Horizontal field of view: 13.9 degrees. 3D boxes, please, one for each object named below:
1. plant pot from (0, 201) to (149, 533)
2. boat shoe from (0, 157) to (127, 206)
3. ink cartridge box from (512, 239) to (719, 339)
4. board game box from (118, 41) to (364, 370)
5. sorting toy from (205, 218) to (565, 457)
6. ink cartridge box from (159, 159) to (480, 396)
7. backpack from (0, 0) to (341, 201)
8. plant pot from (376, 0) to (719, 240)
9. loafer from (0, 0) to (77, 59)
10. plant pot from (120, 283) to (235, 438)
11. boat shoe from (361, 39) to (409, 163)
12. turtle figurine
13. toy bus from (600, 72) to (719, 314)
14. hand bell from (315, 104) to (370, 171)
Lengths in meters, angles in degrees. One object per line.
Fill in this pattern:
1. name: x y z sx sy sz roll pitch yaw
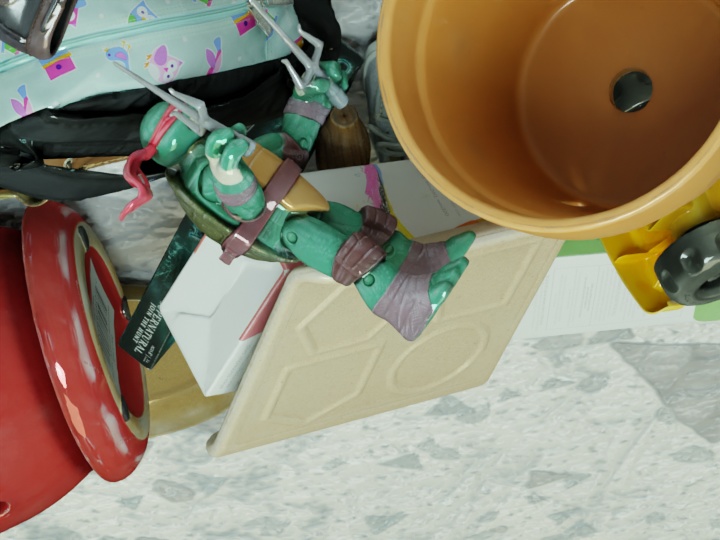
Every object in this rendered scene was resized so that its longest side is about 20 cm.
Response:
1. plant pot: -0.232 0.065 1.810 0.181 0.201 0.201 -15 150 5
2. boat shoe: -0.187 -0.069 1.713 0.199 0.068 0.072 -7 149 -1
3. ink cartridge box: 0.191 -0.013 1.897 0.199 0.060 0.104 -5 151 -3
4. board game box: -0.071 -0.038 1.738 0.028 0.135 0.200 37 145 4
5. sorting toy: 0.016 0.027 1.638 0.184 0.037 0.200 -14 154 -29
6. ink cartridge box: 0.000 0.000 1.681 0.199 0.068 0.117 -9 147 -38
7. backpack: -0.131 -0.116 1.556 0.199 0.127 0.167 -11 167 -40
8. plant pot: 0.125 -0.106 1.530 0.199 0.201 0.140 -17 164 18
9. loafer: -0.117 -0.191 1.434 0.200 0.063 0.072 -51 169 9
10. plant pot: -0.167 0.059 1.983 0.199 0.028 0.200 -5 149 -3
11. boat shoe: 0.044 -0.073 1.755 0.074 0.065 0.202 -8 150 1
12. turtle figurine: -0.039 -0.047 1.475 0.199 0.150 0.101 35 124 -5
13. toy bus: 0.257 -0.074 1.749 0.191 0.136 0.200 -3 150 -34
14. hand bell: -0.010 -0.041 1.756 0.103 0.105 0.200 -4 151 -5
